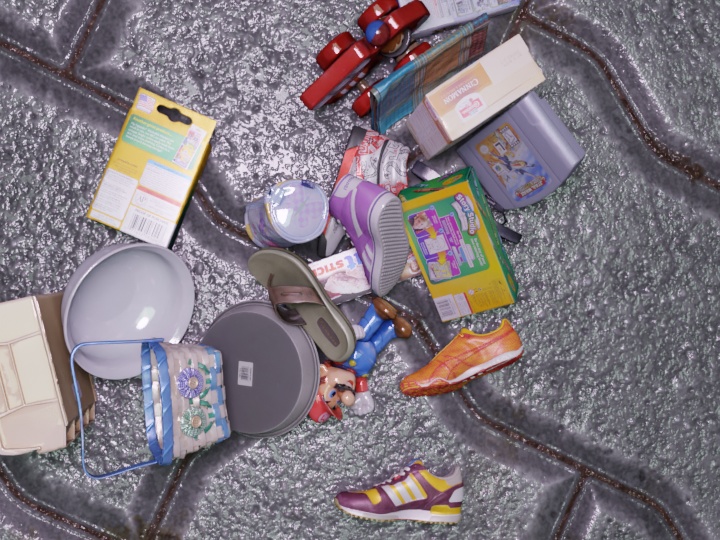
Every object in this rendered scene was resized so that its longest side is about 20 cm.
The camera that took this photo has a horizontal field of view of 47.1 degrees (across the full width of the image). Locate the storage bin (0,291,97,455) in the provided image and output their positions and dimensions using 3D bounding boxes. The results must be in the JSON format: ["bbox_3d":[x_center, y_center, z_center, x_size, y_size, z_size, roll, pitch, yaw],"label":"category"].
[{"bbox_3d":[-0.439,0.133,1.123,0.092,0.200,0.202,-13,92,-7],"label":"storage bin"}]

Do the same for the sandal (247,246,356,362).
[{"bbox_3d":[-0.085,0.046,1.146,0.201,0.057,0.080,46,129,11],"label":"sandal"}]

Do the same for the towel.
[{"bbox_3d":[0.099,-0.279,1.198,0.199,0.147,0.022,-34,77,-5],"label":"towel"}]

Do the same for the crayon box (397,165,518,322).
[{"bbox_3d":[0.141,-0.035,1.199,0.117,0.058,0.202,-16,110,23],"label":"crayon box"}]

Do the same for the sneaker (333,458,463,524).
[{"bbox_3d":[0.058,0.327,1.242,0.196,0.075,0.092,6,82,-12],"label":"sneaker"}]

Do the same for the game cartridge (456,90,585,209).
[{"bbox_3d":[0.228,-0.161,1.185,0.041,0.200,0.134,-36,91,-26],"label":"game cartridge"}]

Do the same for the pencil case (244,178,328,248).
[{"bbox_3d":[-0.108,-0.075,1.152,0.089,0.200,0.085,13,84,-15],"label":"pencil case"}]

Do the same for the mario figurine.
[{"bbox_3d":[-0.001,0.146,1.213,0.123,0.106,0.201,41,85,-6],"label":"mario figurine"}]

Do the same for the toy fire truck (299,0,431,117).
[{"bbox_3d":[0.012,-0.301,1.162,0.199,0.168,0.113,-38,94,20],"label":"toy fire truck"}]

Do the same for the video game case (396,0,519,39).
[{"bbox_3d":[0.126,-0.470,1.246,0.178,0.045,0.203,-16,92,-4],"label":"video game case"}]

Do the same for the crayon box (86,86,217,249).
[{"bbox_3d":[-0.300,-0.145,1.207,0.124,0.052,0.203,22,89,-5],"label":"crayon box"}]

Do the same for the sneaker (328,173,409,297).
[{"bbox_3d":[0.007,-0.056,1.180,0.113,0.202,0.073,30,55,28],"label":"sneaker"}]

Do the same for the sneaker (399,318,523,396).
[{"bbox_3d":[0.147,0.136,1.254,0.197,0.073,0.078,-22,71,-9],"label":"sneaker"}]

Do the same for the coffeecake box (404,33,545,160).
[{"bbox_3d":[0.155,-0.239,1.174,0.152,0.200,0.074,-33,93,-4],"label":"coffeecake box"}]

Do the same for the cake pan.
[{"bbox_3d":[-0.156,0.145,1.194,0.197,0.037,0.204,1,93,19],"label":"cake pan"}]

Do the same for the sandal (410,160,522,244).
[{"bbox_3d":[0.166,-0.107,1.237,0.199,0.076,0.043,37,94,-5],"label":"sandal"}]

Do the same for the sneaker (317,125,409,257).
[{"bbox_3d":[0.009,-0.104,1.229,0.106,0.067,0.205,18,86,-3],"label":"sneaker"}]

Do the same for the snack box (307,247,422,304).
[{"bbox_3d":[0.000,0.000,1.250,0.197,0.024,0.073,-20,92,-5],"label":"snack box"}]

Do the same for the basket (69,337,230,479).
[{"bbox_3d":[-0.282,0.173,1.115,0.197,0.139,0.180,-8,94,-21],"label":"basket"}]

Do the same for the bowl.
[{"bbox_3d":[-0.340,0.043,1.166,0.199,0.090,0.204,-24,127,-36],"label":"bowl"}]
